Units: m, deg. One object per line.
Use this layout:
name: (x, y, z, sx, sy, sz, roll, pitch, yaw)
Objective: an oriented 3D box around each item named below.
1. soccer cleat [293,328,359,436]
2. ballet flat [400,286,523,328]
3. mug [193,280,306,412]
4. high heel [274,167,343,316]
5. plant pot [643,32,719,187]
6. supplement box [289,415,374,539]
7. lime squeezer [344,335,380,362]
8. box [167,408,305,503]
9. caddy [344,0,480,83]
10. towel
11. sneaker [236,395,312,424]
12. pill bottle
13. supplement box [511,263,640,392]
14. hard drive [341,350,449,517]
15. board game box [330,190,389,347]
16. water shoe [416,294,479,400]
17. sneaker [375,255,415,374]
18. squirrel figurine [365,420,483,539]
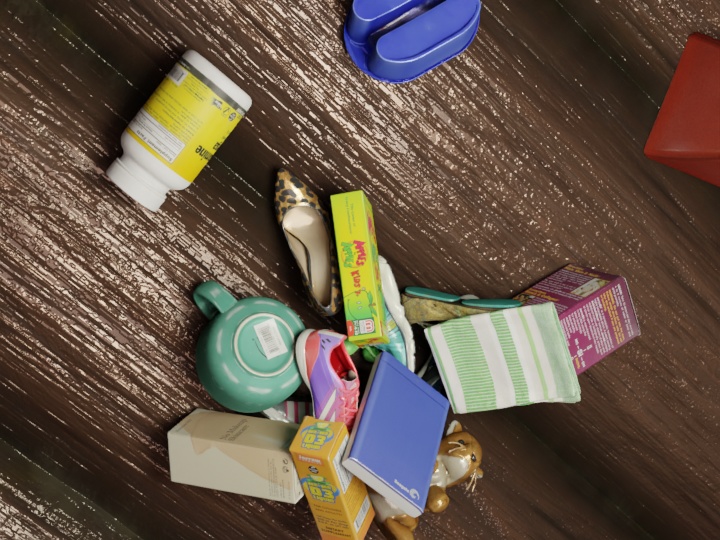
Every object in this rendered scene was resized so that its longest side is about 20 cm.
soccer cleat: (-0.030, 0.173, 1.587, 0.068, 0.073, 0.202, -41, 121, -49)
ballet flat: (0.147, 0.067, 1.682, 0.070, 0.198, 0.072, -17, 110, -56)
mug: (-0.159, 0.108, 1.608, 0.183, 0.114, 0.153, 22, 70, -13)
high heel: (-0.071, -0.039, 1.606, 0.071, 0.143, 0.202, -21, 109, 4)
plant pot: (0.575, -0.219, 1.716, 0.198, 0.176, 0.202, 18, 99, -18)
supplement box: (-0.038, 0.292, 1.593, 0.066, 0.069, 0.201, 6, 132, 25)
lime squeezer: (-0.001, 0.133, 1.724, 0.198, 0.038, 0.071, 6, 101, -17)
box: (-0.163, 0.258, 1.630, 0.198, 0.095, 0.079, 5, 109, 20)
caddy: (0.073, -0.346, 1.595, 0.199, 0.105, 0.142, -29, 86, -6)
towel: (0.198, 0.128, 1.629, 0.198, 0.023, 0.154, -10, 110, 31)
sneaker: (-0.077, 0.201, 1.700, 0.199, 0.084, 0.121, 28, 55, 10)
pill bottle: (-0.245, -0.182, 1.545, 0.112, 0.112, 0.201, 38, 93, -19)
supplement box: (0.291, 0.085, 1.719, 0.199, 0.131, 0.104, -29, 111, -20)
hard drive: (0.053, 0.222, 1.601, 0.132, 0.201, 0.025, 39, 130, -17)
board game box: (0.000, 0.000, 1.615, 0.047, 0.102, 0.202, -8, 80, 7)
water shoe: (0.141, 0.136, 1.734, 0.071, 0.079, 0.202, 23, 95, -30)
sneaker: (0.028, 0.079, 1.700, 0.079, 0.077, 0.202, -20, 94, -8)
squirrel figurine: (0.086, 0.301, 1.718, 0.186, 0.200, 0.142, -30, 88, -18)
